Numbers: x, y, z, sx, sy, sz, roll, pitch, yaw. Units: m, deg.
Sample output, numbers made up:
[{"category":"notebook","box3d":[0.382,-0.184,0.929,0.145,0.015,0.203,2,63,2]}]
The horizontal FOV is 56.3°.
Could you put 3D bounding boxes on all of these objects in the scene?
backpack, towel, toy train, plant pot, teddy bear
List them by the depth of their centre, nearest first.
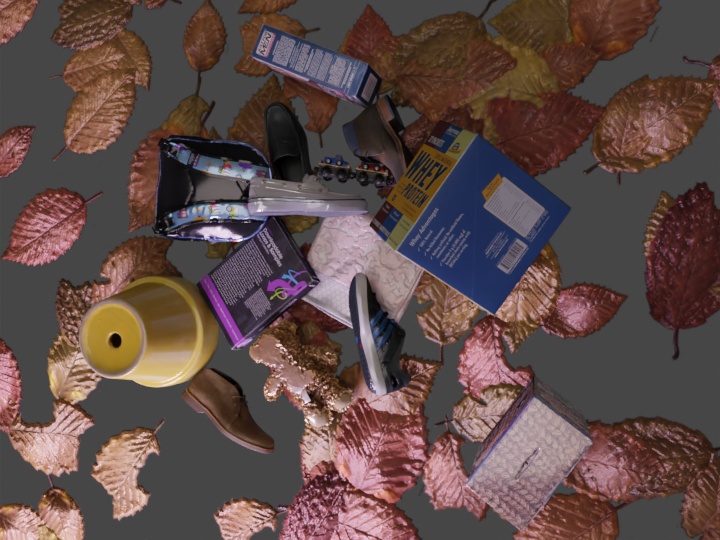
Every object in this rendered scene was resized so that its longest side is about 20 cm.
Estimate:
[{"category":"toy train","box3d":[0.017,-0.167,1.146,0.198,0.034,0.046,10,77,12]},{"category":"towel","box3d":[0.000,0.000,1.153,0.199,0.032,0.192,28,96,12]},{"category":"backpack","box3d":[-0.241,-0.136,1.162,0.198,0.135,0.184,4,91,7]},{"category":"teddy bear","box3d":[-0.101,0.181,1.168,0.199,0.067,0.146,32,107,6]},{"category":"plant pot","box3d":[-0.377,0.110,1.169,0.199,0.189,0.203,0,91,15]}]

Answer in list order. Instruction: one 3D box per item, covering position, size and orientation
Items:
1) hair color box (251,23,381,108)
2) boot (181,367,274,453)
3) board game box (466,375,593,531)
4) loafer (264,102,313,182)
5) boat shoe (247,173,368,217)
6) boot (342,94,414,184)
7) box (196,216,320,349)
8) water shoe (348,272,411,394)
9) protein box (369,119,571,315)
[{"category":"hair color box","box3d":[-0.073,-0.343,1.138,0.199,0.100,0.061,25,97,14]},{"category":"boot","box3d":[-0.223,0.247,1.193,0.199,0.074,0.076,34,88,14]},{"category":"board game box","box3d":[0.250,0.261,0.999,0.097,0.200,0.160,37,98,12]},{"category":"loafer","box3d":[-0.123,-0.200,1.165,0.068,0.070,0.202,-19,85,13]},{"category":"boat shoe","box3d":[-0.083,-0.125,1.093,0.198,0.073,0.067,0,87,-19]},{"category":"boot","box3d":[0.035,-0.187,1.114,0.096,0.075,0.201,-24,62,19]},{"category":"box","box3d":[-0.181,0.023,1.180,0.200,0.036,0.143,-39,70,17]},{"category":"water shoe","box3d":[0.032,0.100,1.108,0.078,0.071,0.202,-10,87,-14]},{"category":"protein box","box3d":[0.161,-0.081,1.012,0.199,0.135,0.199,31,99,-24]}]
